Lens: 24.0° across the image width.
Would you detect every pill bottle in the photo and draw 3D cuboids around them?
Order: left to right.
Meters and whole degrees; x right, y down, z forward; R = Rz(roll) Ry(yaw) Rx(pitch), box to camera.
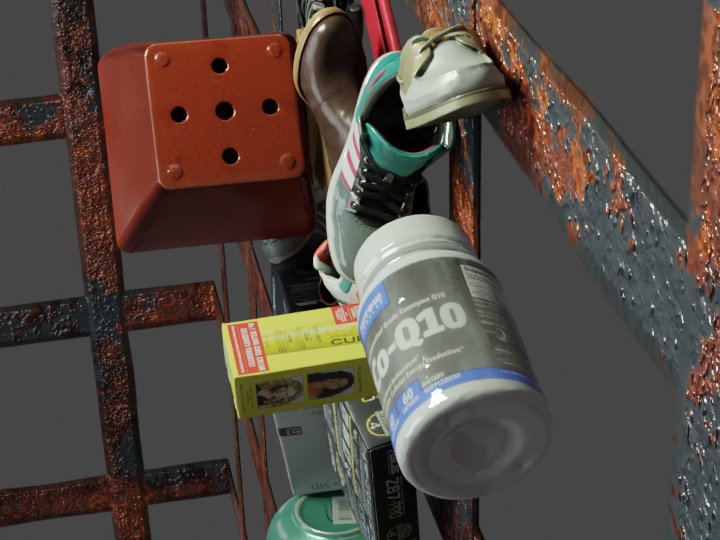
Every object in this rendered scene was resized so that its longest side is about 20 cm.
[{"bbox_3d":[0.061,0.058,1.240,0.200,0.114,0.114,-108,14,-46],"label":"pill bottle"}]

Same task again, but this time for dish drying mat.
[{"bbox_3d":[0.020,-0.212,1.564,0.077,0.018,0.200,98,162,-62],"label":"dish drying mat"}]

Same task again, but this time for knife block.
[{"bbox_3d":[-0.026,-0.189,1.678,0.176,0.064,0.200,-168,72,-86],"label":"knife block"}]

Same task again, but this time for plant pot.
[{"bbox_3d":[-0.138,-0.133,1.611,0.176,0.200,0.200,151,112,-78],"label":"plant pot"}]

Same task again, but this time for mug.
[{"bbox_3d":[-0.037,0.294,1.815,0.185,0.152,0.115,23,127,36],"label":"mug"}]

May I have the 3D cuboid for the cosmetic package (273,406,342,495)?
[{"bbox_3d":[-0.038,0.142,1.752,0.074,0.102,0.200,-95,-5,-47],"label":"cosmetic package"}]

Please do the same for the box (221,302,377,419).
[{"bbox_3d":[-0.011,0.067,1.405,0.075,0.200,0.050,-107,11,-50],"label":"box"}]

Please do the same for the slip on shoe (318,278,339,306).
[{"bbox_3d":[-0.008,-0.014,1.753,0.200,0.061,0.074,106,157,-63],"label":"slip on shoe"}]

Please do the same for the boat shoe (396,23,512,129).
[{"bbox_3d":[0.058,-0.141,1.225,0.200,0.075,0.068,-161,59,-80],"label":"boat shoe"}]

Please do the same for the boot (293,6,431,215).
[{"bbox_3d":[0.013,-0.119,1.503,0.166,0.072,0.200,41,144,44],"label":"boot"}]

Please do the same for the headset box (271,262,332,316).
[{"bbox_3d":[-0.036,0.099,1.903,0.200,0.093,0.174,-111,16,-52],"label":"headset box"}]

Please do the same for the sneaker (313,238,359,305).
[{"bbox_3d":[0.000,0.000,1.554,0.093,0.070,0.200,42,176,-10],"label":"sneaker"}]

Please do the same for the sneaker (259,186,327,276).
[{"bbox_3d":[-0.060,-0.040,1.852,0.088,0.074,0.200,71,-160,-3],"label":"sneaker"}]

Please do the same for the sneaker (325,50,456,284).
[{"bbox_3d":[0.025,-0.082,1.381,0.121,0.084,0.200,-148,68,-82],"label":"sneaker"}]

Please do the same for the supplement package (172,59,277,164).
[{"bbox_3d":[-0.157,-0.150,1.806,0.200,0.152,0.151,155,108,-74],"label":"supplement package"}]

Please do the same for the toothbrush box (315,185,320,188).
[{"bbox_3d":[-0.079,-0.151,1.997,0.200,0.086,0.146,114,147,-69],"label":"toothbrush box"}]

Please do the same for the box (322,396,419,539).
[{"bbox_3d":[0.006,0.172,1.618,0.200,0.049,0.161,84,163,-44],"label":"box"}]
